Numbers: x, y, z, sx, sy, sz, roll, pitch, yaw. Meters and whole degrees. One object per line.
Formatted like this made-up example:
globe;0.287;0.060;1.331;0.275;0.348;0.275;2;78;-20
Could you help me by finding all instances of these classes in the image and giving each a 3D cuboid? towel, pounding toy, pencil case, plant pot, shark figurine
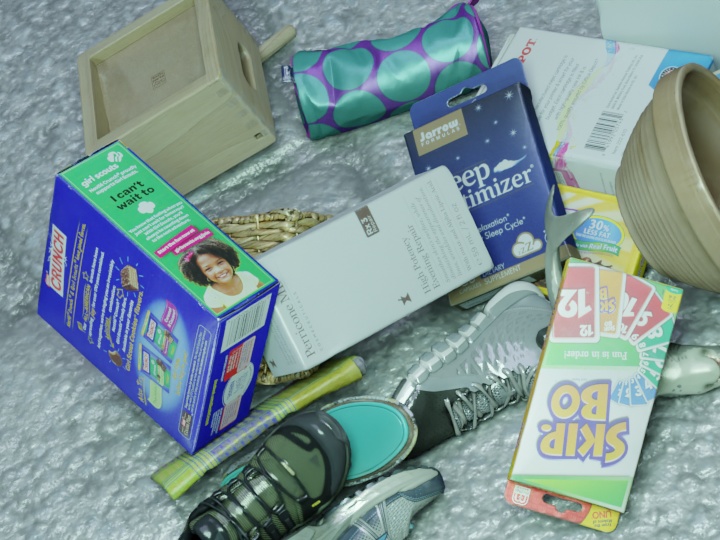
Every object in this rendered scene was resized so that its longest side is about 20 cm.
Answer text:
towel;-0.084;0.129;1.714;0.199;0.023;0.144;-33;3;-10
pounding toy;-0.162;-0.178;2.007;0.183;0.142;0.201;-29;42;15
pencil case;0.028;-0.194;1.962;0.199;0.085;0.093;-15;75;7
plant pot;0.268;-0.056;1.629;0.092;0.201;0.202;-27;42;28
shark figurine;0.201;0.043;1.681;0.128;0.214;0.090;-46;3;9

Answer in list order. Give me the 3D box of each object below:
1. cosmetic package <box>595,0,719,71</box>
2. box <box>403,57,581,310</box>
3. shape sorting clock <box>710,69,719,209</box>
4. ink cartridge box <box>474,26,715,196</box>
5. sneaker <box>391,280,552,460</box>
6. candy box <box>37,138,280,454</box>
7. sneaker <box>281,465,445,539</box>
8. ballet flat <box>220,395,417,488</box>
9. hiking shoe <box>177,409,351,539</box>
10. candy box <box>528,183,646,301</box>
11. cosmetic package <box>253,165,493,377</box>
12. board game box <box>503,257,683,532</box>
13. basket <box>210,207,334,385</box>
cosmetic package;0.321;-0.286;1.872;0.165;0.168;0.201;5;53;23
box;0.110;-0.080;1.786;0.121;0.032;0.201;-23;69;23
shape sorting clock;0.358;-0.093;1.739;0.198;0.039;0.201;5;64;-9
ink cartridge box;0.207;-0.131;1.839;0.199;0.085;0.145;14;57;29
sneaker;0.115;0.098;1.687;0.115;0.075;0.200;30;65;35
candy box;-0.170;0.022;1.672;0.200;0.170;0.077;39;49;22
sneaker;-0.005;0.230;1.631;0.199;0.078;0.087;-31;84;-26
ballet flat;-0.026;0.150;1.672;0.199;0.072;0.072;-26;42;29
hiking shoe;-0.083;0.192;1.612;0.076;0.200;0.101;44;30;5
candy box;0.158;-0.028;1.789;0.199;0.026;0.103;13;75;30
cosmetic package;0.000;0.000;1.693;0.199;0.102;0.074;-29;5;-25
board game box;0.183;0.099;1.611;0.095;0.030;0.201;16;87;1
basket;-0.108;0.032;1.805;0.199;0.143;0.150;-7;84;23
